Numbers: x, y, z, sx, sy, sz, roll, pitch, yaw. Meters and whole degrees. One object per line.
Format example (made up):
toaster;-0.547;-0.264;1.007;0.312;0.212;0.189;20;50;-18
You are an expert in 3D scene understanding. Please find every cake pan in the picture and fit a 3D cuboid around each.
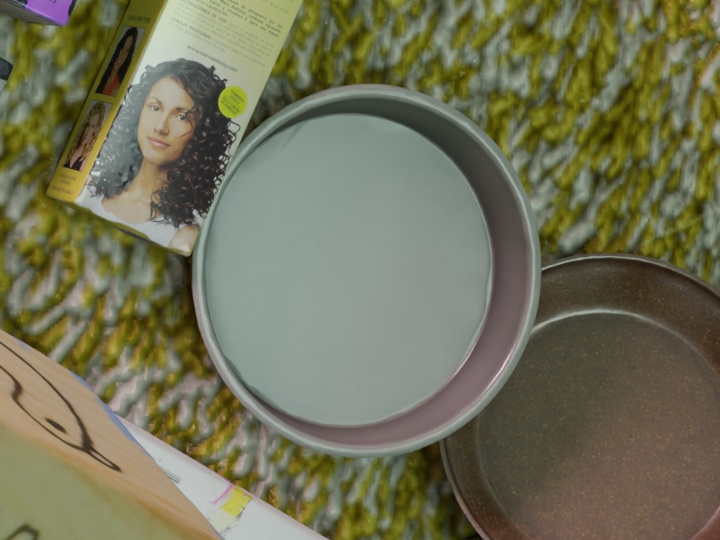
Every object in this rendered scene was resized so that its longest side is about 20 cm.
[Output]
cake pan;0.000;0.000;1.518;0.200;0.037;0.200;-1;93;-21

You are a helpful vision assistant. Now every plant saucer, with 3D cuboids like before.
plant saucer;0.141;0.090;1.575;0.200;0.037;0.200;1;72;-4

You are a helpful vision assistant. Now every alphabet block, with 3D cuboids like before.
alphabet block;-0.217;0.127;1.318;0.200;0.195;0.196;35;93;-42

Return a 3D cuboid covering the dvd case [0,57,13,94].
dvd case;-0.279;-0.044;1.400;0.149;0.016;0.200;26;87;-26

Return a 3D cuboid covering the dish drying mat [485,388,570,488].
dish drying mat;0.171;0.082;1.630;0.200;0.018;0.077;-24;88;-20

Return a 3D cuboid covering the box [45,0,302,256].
box;-0.086;-0.113;1.465;0.075;0.050;0.200;24;86;-27

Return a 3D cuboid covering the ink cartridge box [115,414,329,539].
ink cartridge box;-0.096;0.163;1.492;0.200;0.067;0.117;34;83;-25

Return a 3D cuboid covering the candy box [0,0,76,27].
candy box;-0.189;-0.244;1.382;0.168;0.072;0.200;23;88;-27

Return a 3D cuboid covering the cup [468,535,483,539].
cup;0.120;0.254;1.570;0.200;0.143;0.200;-4;99;-25
